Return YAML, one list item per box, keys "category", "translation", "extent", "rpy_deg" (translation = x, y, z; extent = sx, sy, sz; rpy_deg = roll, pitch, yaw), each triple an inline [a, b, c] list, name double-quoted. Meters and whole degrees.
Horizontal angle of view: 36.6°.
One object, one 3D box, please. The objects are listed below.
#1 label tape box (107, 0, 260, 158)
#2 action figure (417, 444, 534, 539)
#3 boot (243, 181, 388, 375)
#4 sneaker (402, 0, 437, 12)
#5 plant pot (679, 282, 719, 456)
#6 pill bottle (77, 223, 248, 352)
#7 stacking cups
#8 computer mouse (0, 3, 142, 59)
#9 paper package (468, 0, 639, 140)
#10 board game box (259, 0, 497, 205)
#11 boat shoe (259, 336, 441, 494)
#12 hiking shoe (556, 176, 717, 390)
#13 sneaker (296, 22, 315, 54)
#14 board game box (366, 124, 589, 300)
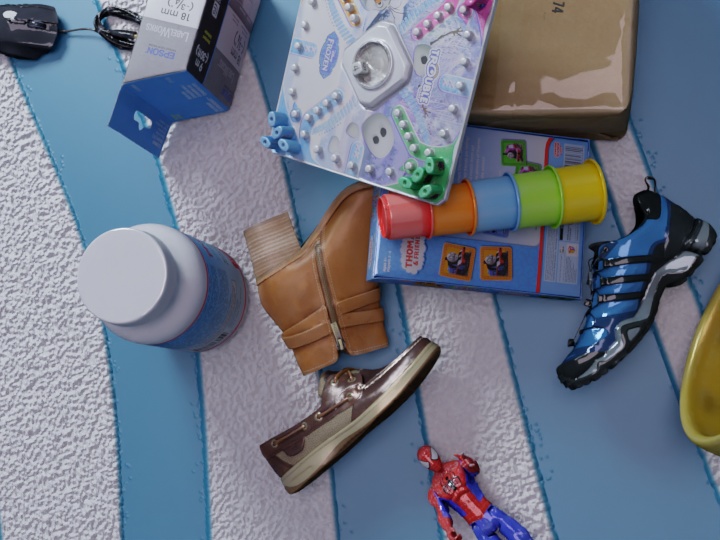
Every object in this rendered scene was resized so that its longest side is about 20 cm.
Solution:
- category: "label tape box"
  translation: [-0.165, -0.213, 1.065]
  extent: [0.063, 0.144, 0.201]
  rpy_deg: [15, 86, 11]
- category: "action figure"
  translation: [0.118, 0.233, 0.976]
  extent: [0.065, 0.099, 0.200]
  rpy_deg: [-44, 74, 2]
- category: "boot"
  translation: [0.000, 0.000, 1.048]
  extent: [0.199, 0.074, 0.156]
  rpy_deg: [-23, 88, 3]
- category: "sneaker"
  translation: [0.037, -0.261, 0.994]
  extent: [0.078, 0.070, 0.200]
  rpy_deg: [-23, 56, -34]
- category: "plant pot"
  translation: [0.396, 0.086, 0.896]
  extent: [0.188, 0.201, 0.202]
  rpy_deg: [22, 87, -2]
- category: "pill bottle"
  translation: [-0.181, 0.016, 1.009]
  extent: [0.108, 0.200, 0.110]
  rpy_deg: [-1, 82, 11]
- category: "stacking cups"
  translation: [0.115, -0.054, 0.963]
  extent: [0.199, 0.061, 0.061]
  rpy_deg: [-10, 80, -9]
- category: "computer mouse"
  translation: [-0.316, -0.257, 1.157]
  extent: [0.198, 0.034, 0.059]
  rpy_deg: [2, 82, 11]
- category: "paper package"
  translation: [0.164, -0.231, 1.022]
  extent: [0.189, 0.103, 0.202]
  rpy_deg: [2, 84, 13]
- category: "board game box"
  translation: [0.010, -0.178, 0.938]
  extent: [0.199, 0.026, 0.201]
  rpy_deg: [21, 102, 33]
- category: "boat shoe"
  translation: [-0.013, 0.123, 1.030]
  extent: [0.200, 0.072, 0.072]
  rpy_deg: [-43, 78, 10]
- category: "hiking shoe"
  translation: [0.232, 0.017, 0.990]
  extent: [0.087, 0.074, 0.200]
  rpy_deg: [39, 81, 6]
- category: "sneaker"
  translation: [-0.020, -0.251, 1.054]
  extent: [0.078, 0.116, 0.201]
  rpy_deg: [-12, 81, 10]
- category: "board game box"
  translation: [0.110, -0.056, 1.008]
  extent: [0.199, 0.037, 0.152]
  rpy_deg: [6, 83, -11]
